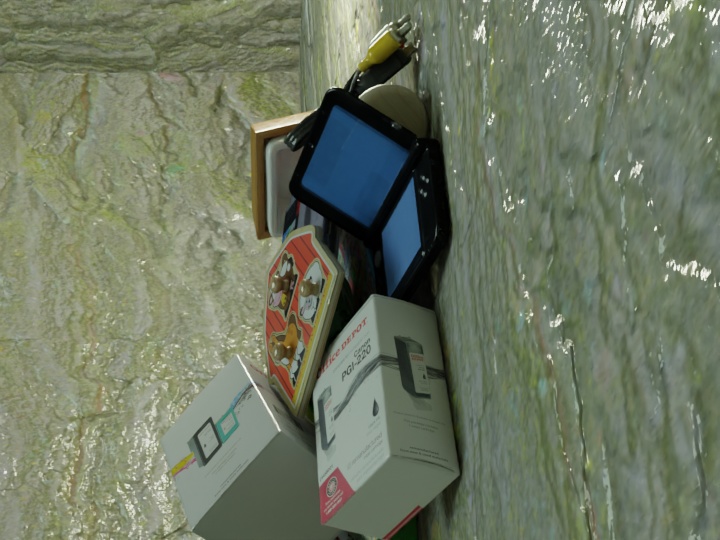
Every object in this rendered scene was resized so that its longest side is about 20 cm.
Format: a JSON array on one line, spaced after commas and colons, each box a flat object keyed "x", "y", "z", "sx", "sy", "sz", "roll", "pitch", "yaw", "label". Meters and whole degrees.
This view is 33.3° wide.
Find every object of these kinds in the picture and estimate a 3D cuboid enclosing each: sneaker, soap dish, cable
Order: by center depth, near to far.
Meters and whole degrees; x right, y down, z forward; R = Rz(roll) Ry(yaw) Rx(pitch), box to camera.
[{"x": -0.011, "y": -0.215, "z": 1.379, "sx": 0.050, "sy": 0.200, "sz": 0.097, "roll": 53, "pitch": -171, "yaw": -3, "label": "cable"}, {"x": -0.023, "y": 0.084, "z": 1.406, "sx": 0.084, "sy": 0.074, "sz": 0.200, "roll": -40, "pitch": 44, "yaw": 48, "label": "sneaker"}, {"x": -0.055, "y": -0.139, "z": 1.591, "sx": 0.081, "sy": 0.200, "sz": 0.158, "roll": 44, "pitch": 142, "yaw": 46, "label": "soap dish"}]

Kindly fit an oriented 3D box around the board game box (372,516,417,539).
[{"x": 0.038, "y": 0.248, "z": 1.515, "sx": 0.153, "sy": 0.040, "sz": 0.200, "roll": 113, "pitch": 155, "yaw": -76, "label": "board game box"}]

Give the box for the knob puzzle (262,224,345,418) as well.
[{"x": -0.083, "y": 0.039, "z": 1.356, "sx": 0.220, "sy": 0.030, "sz": 0.220, "roll": -173, "pitch": 90, "yaw": -66, "label": "knob puzzle"}]

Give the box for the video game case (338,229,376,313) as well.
[{"x": 0.000, "y": 0.000, "z": 1.452, "sx": 0.143, "sy": 0.018, "sz": 0.200, "roll": 105, "pitch": 155, "yaw": -57, "label": "video game case"}]

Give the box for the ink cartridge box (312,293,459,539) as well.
[{"x": 0.020, "y": 0.147, "z": 1.227, "sx": 0.146, "sy": 0.085, "sz": 0.200, "roll": -51, "pitch": 31, "yaw": 39, "label": "ink cartridge box"}]

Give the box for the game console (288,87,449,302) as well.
[{"x": 0.003, "y": -0.061, "z": 1.266, "sx": 0.200, "sy": 0.116, "sz": 0.176, "roll": 118, "pitch": 152, "yaw": -56, "label": "game console"}]

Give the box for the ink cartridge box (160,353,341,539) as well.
[{"x": -0.113, "y": 0.223, "z": 1.368, "sx": 0.146, "sy": 0.147, "sz": 0.200, "roll": -48, "pitch": 28, "yaw": 4, "label": "ink cartridge box"}]

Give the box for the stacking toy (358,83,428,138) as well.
[{"x": 0.028, "y": -0.172, "z": 1.373, "sx": 0.200, "sy": 0.085, "sz": 0.086, "roll": -99, "pitch": 8, "yaw": -80, "label": "stacking toy"}]

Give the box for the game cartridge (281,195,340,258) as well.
[{"x": -0.060, "y": -0.048, "z": 1.440, "sx": 0.130, "sy": 0.038, "sz": 0.200, "roll": -45, "pitch": 32, "yaw": 46, "label": "game cartridge"}]

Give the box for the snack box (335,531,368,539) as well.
[{"x": -0.009, "y": 0.365, "z": 1.440, "sx": 0.200, "sy": 0.053, "sz": 0.142, "roll": 52, "pitch": -173, "yaw": -21, "label": "snack box"}]
